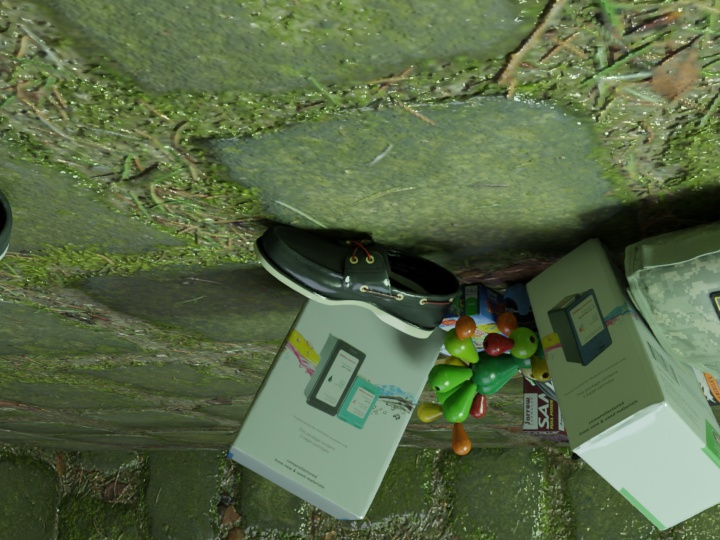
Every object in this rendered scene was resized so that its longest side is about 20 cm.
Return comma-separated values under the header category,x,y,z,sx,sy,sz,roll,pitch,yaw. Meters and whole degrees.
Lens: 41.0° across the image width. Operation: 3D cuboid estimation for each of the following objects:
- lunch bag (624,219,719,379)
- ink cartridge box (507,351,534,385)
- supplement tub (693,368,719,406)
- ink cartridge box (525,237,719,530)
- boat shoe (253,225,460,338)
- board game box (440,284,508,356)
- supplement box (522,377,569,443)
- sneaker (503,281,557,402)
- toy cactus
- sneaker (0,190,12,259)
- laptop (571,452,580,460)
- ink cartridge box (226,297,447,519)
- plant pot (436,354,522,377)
category,x,y,z,sx,sy,sz,roll,pitch,yaw
lunch bag,0.323,0.014,0.776,0.162,0.120,0.199,-15,154,37
ink cartridge box,0.275,0.111,1.269,0.143,0.049,0.200,-5,164,21
supplement tub,0.334,0.082,1.011,0.198,0.125,0.121,-12,160,41
ink cartridge box,0.230,0.092,0.825,0.087,0.202,0.145,-34,124,24
boat shoe,-0.001,-0.002,0.855,0.199,0.074,0.063,21,122,-27
board game box,0.119,0.063,1.123,0.133,0.035,0.199,-8,162,29
supplement box,0.309,0.207,1.504,0.060,0.111,0.199,-5,165,27
sneaker,0.196,0.094,1.047,0.069,0.084,0.200,-7,143,21
toy cactus,0.144,0.096,0.918,0.162,0.104,0.201,-11,151,-21
sneaker,-0.352,-0.044,0.713,0.197,0.072,0.099,4,164,-33
laptop,0.448,0.228,1.512,0.103,0.203,0.176,34,-160,34
ink cartridge box,-0.027,0.127,0.982,0.144,0.202,0.147,28,162,-2
plant pot,0.151,0.134,1.406,0.195,0.028,0.200,1,164,0
